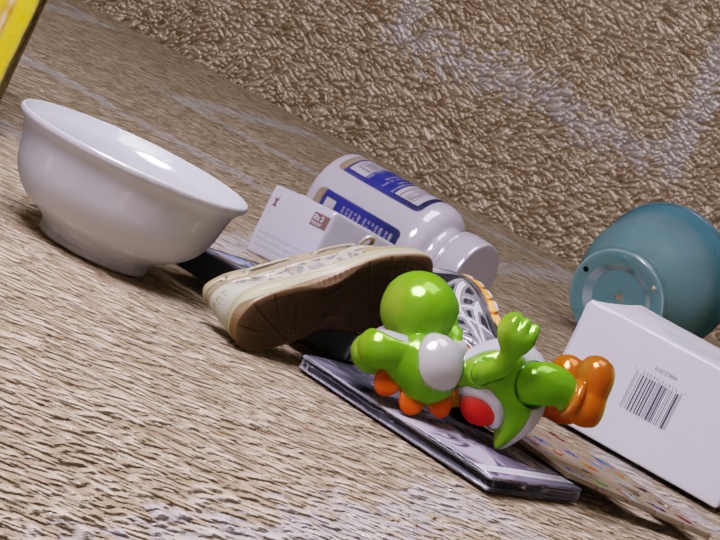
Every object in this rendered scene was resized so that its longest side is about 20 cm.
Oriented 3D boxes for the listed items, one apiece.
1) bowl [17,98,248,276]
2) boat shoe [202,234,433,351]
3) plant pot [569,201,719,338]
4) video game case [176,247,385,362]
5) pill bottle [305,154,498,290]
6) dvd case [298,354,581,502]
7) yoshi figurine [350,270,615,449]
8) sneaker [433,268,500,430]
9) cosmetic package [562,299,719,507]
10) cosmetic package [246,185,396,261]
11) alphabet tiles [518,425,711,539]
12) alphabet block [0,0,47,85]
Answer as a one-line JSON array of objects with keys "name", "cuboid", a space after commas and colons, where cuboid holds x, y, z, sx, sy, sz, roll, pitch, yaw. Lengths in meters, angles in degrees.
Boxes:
[{"name": "bowl", "cuboid": [-0.199, -0.056, 1.725, 0.200, 0.091, 0.201, 26, 8, -4]}, {"name": "boat shoe", "cuboid": [-0.030, 0.009, 1.699, 0.199, 0.074, 0.063, -10, 37, -37]}, {"name": "plant pot", "cuboid": [0.374, 0.023, 2.836, 0.199, 0.201, 0.188, 29, 23, 20]}, {"name": "video game case", "cuboid": [-0.043, 0.035, 1.836, 0.199, 0.026, 0.181, 28, 5, 28]}, {"name": "pill bottle", "cuboid": [0.043, -0.031, 2.271, 0.200, 0.120, 0.120, 31, 9, 30]}, {"name": "dvd case", "cuboid": [0.063, 0.124, 1.679, 0.200, 0.016, 0.148, 32, 9, 33]}, {"name": "yoshi figurine", "cuboid": [0.093, 0.056, 1.654, 0.199, 0.113, 0.112, 14, 35, -17]}, {"name": "sneaker", "cuboid": [0.075, 0.058, 1.772, 0.077, 0.079, 0.200, 11, 25, -35]}, {"name": "cosmetic package", "cuboid": [0.307, 0.128, 2.075, 0.199, 0.123, 0.200, 29, 9, 21]}, {"name": "cosmetic package", "cuboid": [0.000, 0.000, 1.998, 0.200, 0.074, 0.102, 27, -1, -39]}, {"name": "alphabet tiles", "cuboid": [0.184, 0.163, 1.815, 0.167, 0.008, 0.200, 25, 4, -31]}, {"name": "alphabet block", "cuboid": [-0.409, -0.272, 2.079, 0.194, 0.197, 0.200, 24, 8, -7]}]
